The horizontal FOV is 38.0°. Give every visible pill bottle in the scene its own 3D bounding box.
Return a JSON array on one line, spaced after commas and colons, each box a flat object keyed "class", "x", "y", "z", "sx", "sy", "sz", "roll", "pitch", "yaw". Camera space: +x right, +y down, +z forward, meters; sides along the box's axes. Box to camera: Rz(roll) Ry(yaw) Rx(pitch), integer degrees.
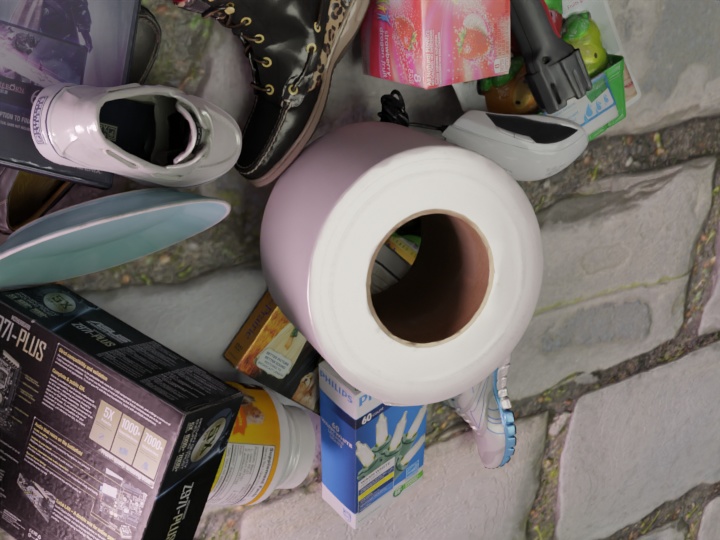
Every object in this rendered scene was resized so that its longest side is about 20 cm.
[{"class": "pill bottle", "x": -0.139, "y": 0.153, "z": 0.938, "sx": 0.198, "sy": 0.109, "sz": 0.111, "roll": 12, "pitch": 105, "yaw": -40}]

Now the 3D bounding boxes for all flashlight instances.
[{"class": "flashlight", "x": 0.148, "y": -0.246, "z": 0.929, "sx": 0.067, "sy": 0.068, "sz": 0.203, "roll": -26, "pitch": 102, "yaw": 1}]

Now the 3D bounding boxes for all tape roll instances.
[{"class": "tape roll", "x": 0.030, "y": -0.011, "z": 0.846, "sx": 0.199, "sy": 0.139, "sz": 0.207, "roll": -6, "pitch": 106, "yaw": -20}]

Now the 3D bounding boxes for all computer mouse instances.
[{"class": "computer mouse", "x": 0.110, "y": -0.112, "z": 0.948, "sx": 0.196, "sy": 0.045, "sz": 0.110, "roll": 5, "pitch": 155, "yaw": -1}]

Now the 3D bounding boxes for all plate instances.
[{"class": "plate", "x": -0.193, "y": -0.027, "z": 0.777, "sx": 0.197, "sy": 0.199, "sz": 0.026, "roll": -17, "pitch": 86, "yaw": -29}]

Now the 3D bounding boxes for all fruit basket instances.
[{"class": "fruit basket", "x": 0.171, "y": -0.207, "z": 0.997, "sx": 0.183, "sy": 0.094, "sz": 0.202, "roll": -31, "pitch": 119, "yaw": -10}]

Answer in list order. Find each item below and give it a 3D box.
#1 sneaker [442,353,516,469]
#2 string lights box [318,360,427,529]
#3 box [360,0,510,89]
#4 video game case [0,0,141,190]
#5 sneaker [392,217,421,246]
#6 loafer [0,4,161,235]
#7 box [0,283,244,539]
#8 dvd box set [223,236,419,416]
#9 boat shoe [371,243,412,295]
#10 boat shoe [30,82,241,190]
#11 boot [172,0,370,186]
[{"class": "sneaker", "x": 0.121, "y": 0.139, "z": 1.163, "sx": 0.085, "sy": 0.075, "sz": 0.203, "roll": -18, "pitch": 118, "yaw": -16}, {"class": "string lights box", "x": 0.013, "y": 0.156, "z": 1.059, "sx": 0.102, "sy": 0.059, "sz": 0.203, "roll": -30, "pitch": 139, "yaw": -30}, {"class": "box", "x": 0.059, "y": -0.262, "z": 0.864, "sx": 0.093, "sy": 0.102, "sz": 0.204, "roll": -15, "pitch": 114, "yaw": -29}, {"class": "video game case", "x": -0.222, "y": -0.170, "z": 0.714, "sx": 0.141, "sy": 0.019, "sz": 0.204, "roll": 12, "pitch": 84, "yaw": -34}, {"class": "sneaker", "x": 0.071, "y": -0.060, "z": 0.976, "sx": 0.083, "sy": 0.078, "sz": 0.199, "roll": -34, "pitch": 139, "yaw": 22}, {"class": "loafer", "x": -0.209, "y": -0.109, "z": 0.776, "sx": 0.073, "sy": 0.072, "sz": 0.201, "roll": 36, "pitch": 88, "yaw": -41}, {"class": "box", "x": -0.211, "y": 0.128, "z": 0.802, "sx": 0.086, "sy": 0.198, "sz": 0.166, "roll": -9, "pitch": 122, "yaw": -65}, {"class": "dvd box set", "x": -0.024, "y": 0.035, "z": 1.017, "sx": 0.146, "sy": 0.029, "sz": 0.201, "roll": 36, "pitch": 90, "yaw": -42}, {"class": "boat shoe", "x": 0.000, "y": 0.000, "z": 0.949, "sx": 0.199, "sy": 0.072, "sz": 0.066, "roll": 37, "pitch": 94, "yaw": -34}, {"class": "boat shoe", "x": -0.136, "y": -0.092, "z": 0.734, "sx": 0.199, "sy": 0.064, "sz": 0.075, "roll": -11, "pitch": 104, "yaw": -59}, {"class": "boot", "x": -0.086, "y": -0.183, "z": 0.830, "sx": 0.149, "sy": 0.073, "sz": 0.202, "roll": 25, "pitch": 95, "yaw": -42}]
